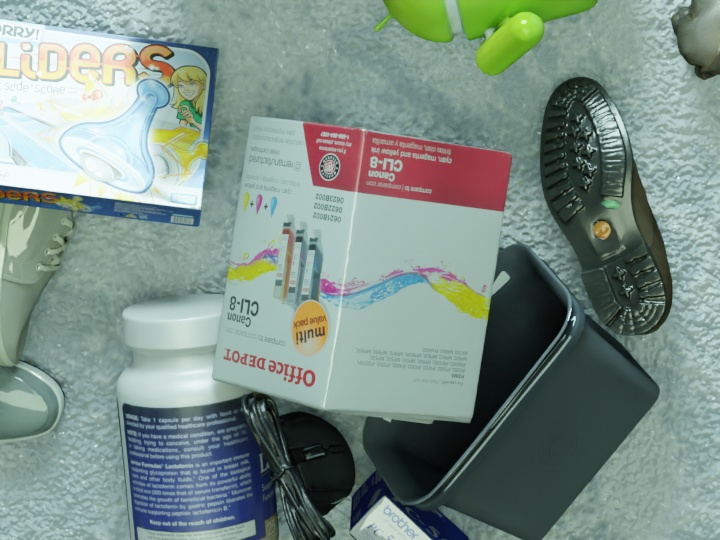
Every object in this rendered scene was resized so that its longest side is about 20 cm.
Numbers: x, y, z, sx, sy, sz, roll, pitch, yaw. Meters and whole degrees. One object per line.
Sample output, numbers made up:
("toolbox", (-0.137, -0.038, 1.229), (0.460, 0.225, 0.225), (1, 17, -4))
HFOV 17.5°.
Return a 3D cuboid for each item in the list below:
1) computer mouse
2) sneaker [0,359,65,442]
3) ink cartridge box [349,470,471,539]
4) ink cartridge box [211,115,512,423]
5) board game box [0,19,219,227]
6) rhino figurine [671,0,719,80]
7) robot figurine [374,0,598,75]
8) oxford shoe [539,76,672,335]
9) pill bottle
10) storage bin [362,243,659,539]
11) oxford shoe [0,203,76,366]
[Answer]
("computer mouse", (-0.025, 0.164, 1.728), (0.046, 0.200, 0.141), (-24, 72, 5))
("sneaker", (-0.329, 0.099, 1.770), (0.199, 0.121, 0.084), (8, 102, -1))
("ink cartridge box", (0.077, 0.240, 1.805), (0.200, 0.094, 0.044), (43, 99, -7))
("ink cartridge box", (0.000, 0.000, 1.692), (0.144, 0.145, 0.201), (6, 93, -39))
("board game box", (-0.210, -0.111, 1.727), (0.199, 0.034, 0.136), (6, 67, -6))
("rhino figurine", (0.284, -0.232, 1.708), (0.060, 0.087, 0.201), (21, 101, -4))
("robot figurine", (0.099, -0.232, 1.697), (0.199, 0.116, 0.176), (-12, 78, 5))
("oxford shoe", (0.185, -0.046, 1.761), (0.072, 0.084, 0.201), (-15, 83, 19))
("pill bottle", (-0.125, 0.124, 1.774), (0.115, 0.116, 0.201), (-4, 102, 2))
("storage bin", (0.118, 0.101, 1.766), (0.134, 0.146, 0.200), (33, 101, -33))
("oxford shoe", (-0.247, -0.023, 1.770), (0.057, 0.075, 0.201), (10, 97, 2))
